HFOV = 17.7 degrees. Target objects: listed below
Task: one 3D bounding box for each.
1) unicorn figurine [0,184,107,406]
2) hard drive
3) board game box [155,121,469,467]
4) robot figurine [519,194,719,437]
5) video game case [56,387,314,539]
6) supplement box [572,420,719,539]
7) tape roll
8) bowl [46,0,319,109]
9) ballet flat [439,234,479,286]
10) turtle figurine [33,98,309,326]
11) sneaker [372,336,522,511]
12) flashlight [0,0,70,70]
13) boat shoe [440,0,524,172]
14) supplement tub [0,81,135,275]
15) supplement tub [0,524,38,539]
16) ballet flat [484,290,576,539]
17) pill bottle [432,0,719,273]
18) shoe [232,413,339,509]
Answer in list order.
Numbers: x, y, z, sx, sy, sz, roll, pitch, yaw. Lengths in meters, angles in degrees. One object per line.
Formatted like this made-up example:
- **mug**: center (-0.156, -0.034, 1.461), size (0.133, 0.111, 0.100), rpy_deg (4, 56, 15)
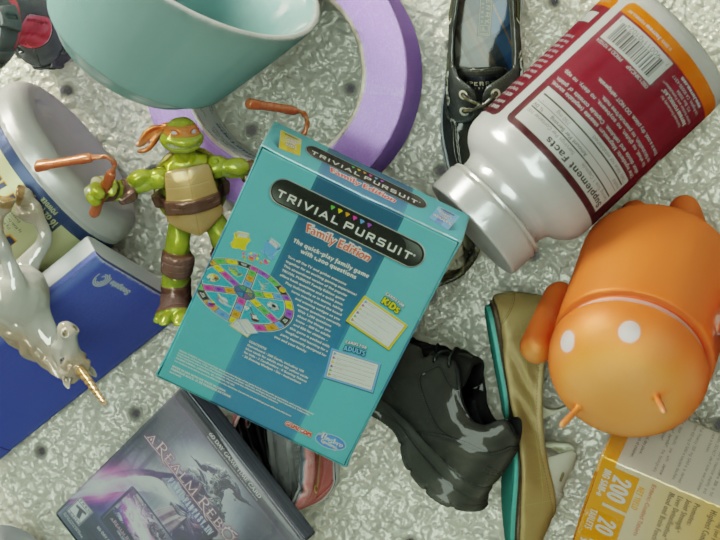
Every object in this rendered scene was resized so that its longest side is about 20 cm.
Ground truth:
- **unicorn figurine**: center (-0.263, 0.013, 1.637), size (0.199, 0.074, 0.138), rpy_deg (3, 108, 16)
- **hard drive**: center (-0.241, 0.063, 1.733), size (0.200, 0.132, 0.025), rpy_deg (-38, 59, 10)
- **board game box**: center (-0.034, 0.018, 1.607), size (0.151, 0.047, 0.200), rpy_deg (26, 117, -2)
- **robot figurine**: center (0.198, 0.033, 1.606), size (0.143, 0.200, 0.117), rpy_deg (24, 137, 0)
- **video game case**: center (-0.134, 0.187, 1.722), size (0.143, 0.019, 0.200), rpy_deg (51, 131, 6)
- **supplement box**: center (0.256, 0.190, 1.633), size (0.199, 0.074, 0.126), rpy_deg (22, 132, 11)
- **tape roll**: center (-0.057, -0.146, 1.720), size (0.199, 0.066, 0.201), rpy_deg (1, 93, 12)
- **bowl**: center (-0.139, -0.187, 1.621), size (0.201, 0.201, 0.105), rpy_deg (38, 118, 8)
- **ballet flat**: center (0.000, 0.000, 1.665), size (0.200, 0.072, 0.072), rpy_deg (-19, 88, -20)
- **turtle figurine**: center (-0.130, -0.044, 1.670), size (0.199, 0.064, 0.162), rpy_deg (-12, 112, -13)
- **sneaker**: center (0.042, 0.080, 1.685), size (0.200, 0.076, 0.091), rpy_deg (45, 114, 18)
- **flashlight**: center (-0.255, -0.173, 1.691), size (0.068, 0.200, 0.068), rpy_deg (44, 99, 7)
- **boat shoe**: center (0.089, -0.140, 1.693), size (0.068, 0.057, 0.201), rpy_deg (0, 92, 12)
- **supplement tub**: center (-0.284, -0.029, 1.730), size (0.200, 0.145, 0.145), rpy_deg (-38, 84, 10)
- **supplement tub**: center (-0.305, 0.299, 1.757), size (0.200, 0.123, 0.123), rpy_deg (-44, 83, 10)
- **ballet flat**: center (0.130, 0.115, 1.691), size (0.063, 0.069, 0.201), rpy_deg (-5, 92, -3)
- **pill bottle**: center (0.150, -0.096, 1.633), size (0.200, 0.113, 0.113), rpy_deg (-43, 83, -4)
- **shoe**: center (-0.061, 0.080, 1.714), size (0.071, 0.091, 0.201), rpy_deg (-10, 90, 12)
